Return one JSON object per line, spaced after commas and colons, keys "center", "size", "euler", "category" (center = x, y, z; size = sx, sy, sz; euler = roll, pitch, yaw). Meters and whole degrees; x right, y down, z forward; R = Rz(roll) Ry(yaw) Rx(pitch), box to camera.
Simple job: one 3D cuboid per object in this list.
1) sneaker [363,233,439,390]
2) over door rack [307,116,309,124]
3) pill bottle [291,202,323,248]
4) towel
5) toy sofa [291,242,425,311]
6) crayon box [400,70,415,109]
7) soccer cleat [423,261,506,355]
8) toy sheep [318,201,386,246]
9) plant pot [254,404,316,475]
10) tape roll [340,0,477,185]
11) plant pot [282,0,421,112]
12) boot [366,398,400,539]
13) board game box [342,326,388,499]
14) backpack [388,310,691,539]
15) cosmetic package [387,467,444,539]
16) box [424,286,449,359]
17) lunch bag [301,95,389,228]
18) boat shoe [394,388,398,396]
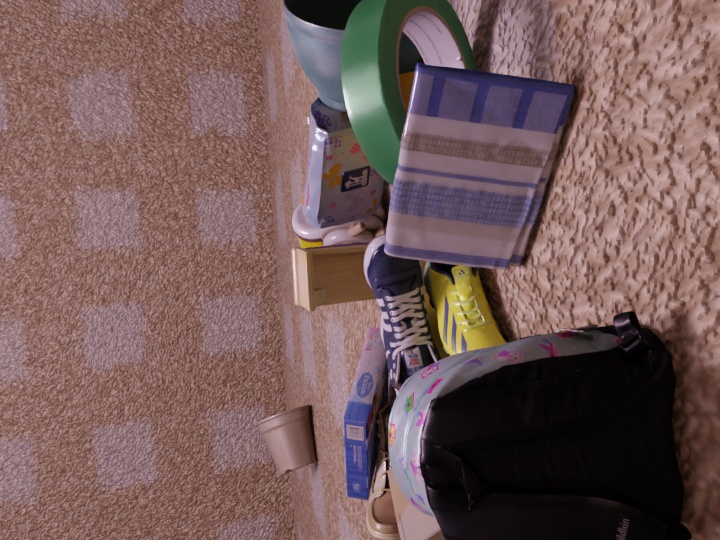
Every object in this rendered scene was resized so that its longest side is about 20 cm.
{"center": [0.053, 0.059, 0.748], "size": [0.109, 0.069, 0.202], "euler": [-105, 3, -47], "category": "sneaker"}
{"center": [-0.065, -0.228, 1.242], "size": [0.200, 0.065, 0.150], "euler": [-40, -49, -68], "category": "over door rack"}
{"center": [-0.060, -0.046, 1.277], "size": [0.201, 0.108, 0.110], "euler": [71, -178, -48], "category": "pill bottle"}
{"center": [0.103, -0.087, 0.594], "size": [0.024, 0.144, 0.202], "euler": [-89, 5, -51], "category": "towel"}
{"center": [0.000, 0.000, 0.925], "size": [0.097, 0.197, 0.084], "euler": [-158, 63, -69], "category": "toy sofa"}
{"center": [0.066, -0.156, 0.815], "size": [0.201, 0.050, 0.129], "euler": [77, -178, -64], "category": "crayon box"}
{"center": [0.118, 0.038, 0.728], "size": [0.201, 0.064, 0.085], "euler": [-111, 22, -52], "category": "soccer cleat"}
{"center": [-0.016, -0.099, 1.121], "size": [0.138, 0.135, 0.203], "euler": [121, 151, -67], "category": "toy sheep"}
{"center": [-0.235, 0.574, 2.146], "size": [0.201, 0.198, 0.186], "euler": [123, 129, -68], "category": "plant pot"}
{"center": [0.059, -0.185, 0.653], "size": [0.048, 0.199, 0.204], "euler": [-5, 89, 37], "category": "tape roll"}
{"center": [-0.003, -0.300, 0.864], "size": [0.202, 0.197, 0.136], "euler": [-109, 15, -45], "category": "plant pot"}
{"center": [0.051, 0.304, 0.998], "size": [0.200, 0.071, 0.157], "euler": [-57, -29, -74], "category": "boot"}
{"center": [0.013, 0.237, 1.070], "size": [0.200, 0.043, 0.202], "euler": [-73, -14, -50], "category": "board game box"}
{"center": [0.120, 0.125, 0.464], "size": [0.127, 0.197, 0.170], "euler": [149, 115, -75], "category": "backpack"}
{"center": [0.109, 0.227, 0.702], "size": [0.201, 0.070, 0.106], "euler": [-59, 35, 41], "category": "cosmetic package"}
{"center": [0.108, 0.106, 0.824], "size": [0.201, 0.049, 0.076], "euler": [-108, 19, -46], "category": "box"}
{"center": [-0.015, -0.174, 0.956], "size": [0.200, 0.126, 0.171], "euler": [-50, -24, -46], "category": "lunch bag"}
{"center": [0.092, 0.171, 0.889], "size": [0.072, 0.071, 0.204], "euler": [-27, 62, 55], "category": "boat shoe"}
